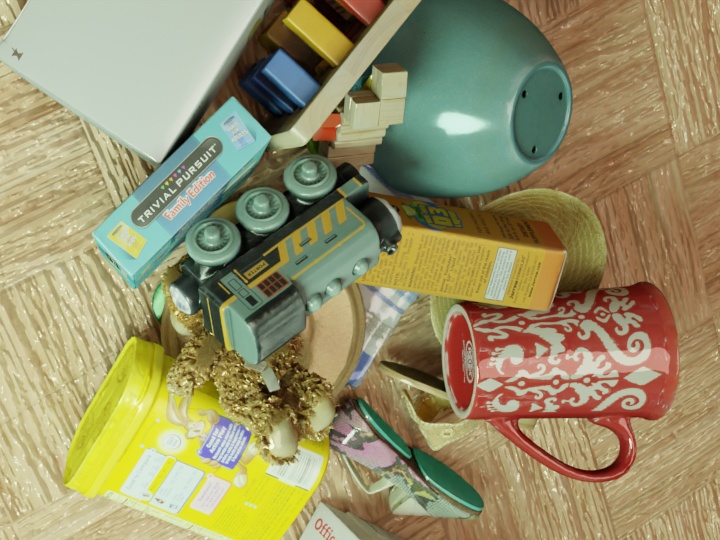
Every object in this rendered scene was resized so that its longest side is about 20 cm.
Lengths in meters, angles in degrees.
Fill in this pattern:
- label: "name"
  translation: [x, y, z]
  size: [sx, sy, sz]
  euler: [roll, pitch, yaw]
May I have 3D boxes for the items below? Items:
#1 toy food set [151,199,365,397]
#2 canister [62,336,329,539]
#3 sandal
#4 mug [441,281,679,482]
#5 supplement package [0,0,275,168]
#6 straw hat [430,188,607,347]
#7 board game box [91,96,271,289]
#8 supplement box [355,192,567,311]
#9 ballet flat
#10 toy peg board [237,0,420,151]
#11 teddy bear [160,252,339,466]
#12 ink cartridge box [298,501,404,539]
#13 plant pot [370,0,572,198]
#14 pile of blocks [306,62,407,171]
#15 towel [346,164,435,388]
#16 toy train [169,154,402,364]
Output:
- label: "toy food set"
  translation: [-0.093, 0.052, 1.228]
  size: [0.199, 0.049, 0.199]
  euler: [33, 94, -17]
- label: "canister"
  translation: [-0.144, 0.163, 1.185]
  size: [0.198, 0.087, 0.149]
  euler: [26, 117, -19]
- label: "sandal"
  translation: [0.095, 0.153, 1.354]
  size: [0.210, 0.077, 0.071]
  euler: [18, 98, -36]
- label: "mug"
  translation: [0.189, 0.099, 1.259]
  size: [0.197, 0.180, 0.134]
  euler: [-1, 147, -14]
- label: "supplement package"
  translation: [-0.168, -0.207, 1.067]
  size: [0.155, 0.111, 0.202]
  euler: [32, 88, -4]
- label: "straw hat"
  translation: [0.140, -0.010, 1.327]
  size: [0.198, 0.085, 0.204]
  euler: [-9, 122, -14]
- label: "board game box"
  translation: [-0.149, -0.058, 1.096]
  size: [0.047, 0.200, 0.151]
  euler: [45, 81, -3]
- label: "supplement box"
  translation: [0.082, -0.018, 1.211]
  size: [0.197, 0.067, 0.070]
  euler: [7, 116, -14]
- label: "ballet flat"
  translation: [0.038, 0.206, 1.349]
  size: [0.071, 0.069, 0.199]
  euler: [-45, 116, 11]
- label: "toy peg board"
  translation: [-0.039, -0.211, 1.128]
  size: [0.098, 0.200, 0.200]
  euler: [40, 84, -12]
- label: "teddy bear"
  translation: [-0.102, 0.078, 1.140]
  size: [0.199, 0.067, 0.146]
  euler: [39, 51, -5]
- label: "ink cartridge box"
  translation: [-0.007, 0.366, 1.315]
  size: [0.145, 0.146, 0.202]
  euler: [30, 89, -30]
- label: "plant pot"
  translation: [0.113, -0.154, 1.212]
  size: [0.198, 0.134, 0.203]
  euler: [-19, 118, -41]
- label: "pile of blocks"
  translation: [-0.021, -0.129, 1.160]
  size: [0.061, 0.200, 0.083]
  euler: [-8, 69, -22]
- label: "towel"
  translation: [0.000, 0.000, 1.292]
  size: [0.146, 0.024, 0.201]
  euler: [38, 85, -29]
- label: "toy train"
  translation: [-0.058, -0.012, 1.091]
  size: [0.199, 0.114, 0.086]
  euler: [-35, 151, -25]
